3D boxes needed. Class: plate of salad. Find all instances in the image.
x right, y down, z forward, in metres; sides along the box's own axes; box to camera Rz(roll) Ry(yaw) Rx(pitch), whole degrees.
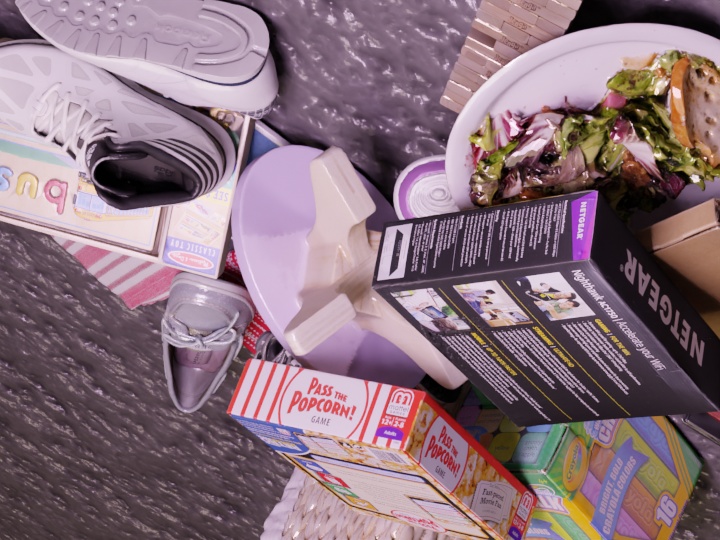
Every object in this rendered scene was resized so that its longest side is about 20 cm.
[{"bbox_3d":[0.150,-0.066,1.204,0.198,0.048,0.201,-4,140,-4],"label":"plate of salad"}]

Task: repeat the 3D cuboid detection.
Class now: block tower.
[{"bbox_3d":[0.098,-0.151,1.191,0.058,0.054,0.200,27,153,4],"label":"block tower"}]

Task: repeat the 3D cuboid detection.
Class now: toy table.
[{"bbox_3d":[0.000,0.000,1.424,0.200,0.184,0.117,47,160,-14],"label":"toy table"}]

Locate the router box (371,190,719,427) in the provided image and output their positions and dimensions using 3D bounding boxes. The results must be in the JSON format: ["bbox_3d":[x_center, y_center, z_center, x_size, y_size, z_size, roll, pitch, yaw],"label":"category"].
[{"bbox_3d":[0.121,0.030,1.252,0.148,0.051,0.200,-7,147,32],"label":"router box"}]

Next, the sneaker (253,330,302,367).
[{"bbox_3d":[-0.059,0.090,1.619,0.082,0.077,0.200,49,178,-9],"label":"sneaker"}]

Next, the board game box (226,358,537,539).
[{"bbox_3d":[0.019,0.134,1.446,0.151,0.047,0.200,9,158,33],"label":"board game box"}]

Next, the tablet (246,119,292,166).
[{"bbox_3d":[-0.046,-0.042,1.542,0.199,0.014,0.130,36,143,-12],"label":"tablet"}]

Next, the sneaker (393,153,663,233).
[{"bbox_3d":[0.126,-0.051,1.333,0.198,0.076,0.100,8,-170,11],"label":"sneaker"}]

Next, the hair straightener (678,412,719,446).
[{"bbox_3d":[0.319,0.145,1.502,0.199,0.041,0.077,30,153,-10],"label":"hair straightener"}]

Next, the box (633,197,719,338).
[{"bbox_3d":[0.216,0.008,1.288,0.163,0.021,0.200,13,157,-32],"label":"box"}]

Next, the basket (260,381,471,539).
[{"bbox_3d":[0.061,0.201,1.663,0.160,0.201,0.198,-8,135,48],"label":"basket"}]

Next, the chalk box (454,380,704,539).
[{"bbox_3d":[0.148,0.138,1.551,0.124,0.124,0.200,-6,136,48],"label":"chalk box"}]

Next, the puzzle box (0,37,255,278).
[{"bbox_3d":[-0.183,-0.082,1.481,0.198,0.025,0.134,14,106,6],"label":"puzzle box"}]

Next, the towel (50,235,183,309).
[{"bbox_3d":[-0.225,-0.052,1.700,0.200,0.030,0.146,44,149,-13],"label":"towel"}]

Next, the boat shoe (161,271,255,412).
[{"bbox_3d":[-0.133,0.059,1.699,0.074,0.065,0.202,14,156,-6],"label":"boat shoe"}]

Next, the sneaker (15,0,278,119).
[{"bbox_3d":[-0.151,-0.157,1.411,0.199,0.077,0.081,23,162,16],"label":"sneaker"}]

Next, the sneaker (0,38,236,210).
[{"bbox_3d":[-0.188,-0.103,1.403,0.199,0.076,0.115,22,-165,3],"label":"sneaker"}]

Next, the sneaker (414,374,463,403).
[{"bbox_3d":[-0.011,0.040,1.549,0.093,0.071,0.200,-20,126,41],"label":"sneaker"}]

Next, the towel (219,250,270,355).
[{"bbox_3d":[-0.064,0.034,1.696,0.145,0.023,0.199,43,151,-21],"label":"towel"}]
